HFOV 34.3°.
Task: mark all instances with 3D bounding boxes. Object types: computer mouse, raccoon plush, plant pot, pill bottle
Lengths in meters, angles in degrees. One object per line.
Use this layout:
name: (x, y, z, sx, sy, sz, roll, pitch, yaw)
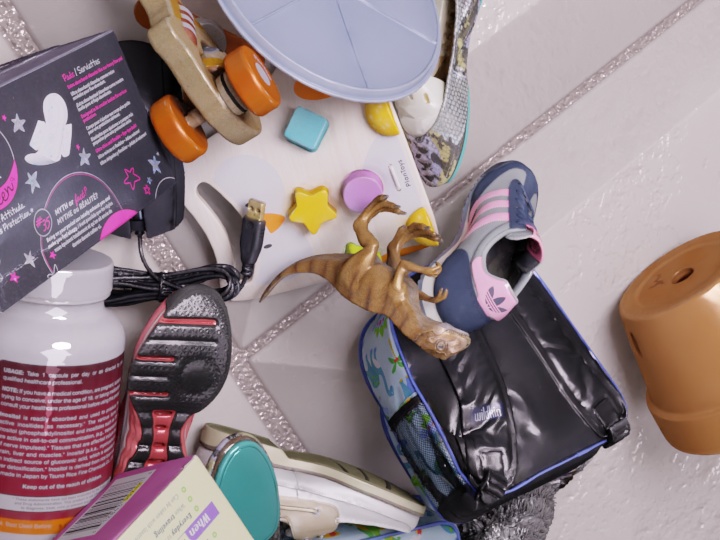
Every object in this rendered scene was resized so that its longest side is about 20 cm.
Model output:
computer mouse: (-0.137, -0.063, 0.856, 0.139, 0.046, 0.201, 4, 103, -6)
raccoon plush: (0.167, 0.225, 1.082, 0.200, 0.134, 0.097, -42, 119, -12)
plant pot: (0.340, 0.057, 1.109, 0.200, 0.200, 0.140, -40, 104, -13)
pill bottle: (-0.228, 0.086, 0.835, 0.112, 0.113, 0.201, 2, 104, -29)

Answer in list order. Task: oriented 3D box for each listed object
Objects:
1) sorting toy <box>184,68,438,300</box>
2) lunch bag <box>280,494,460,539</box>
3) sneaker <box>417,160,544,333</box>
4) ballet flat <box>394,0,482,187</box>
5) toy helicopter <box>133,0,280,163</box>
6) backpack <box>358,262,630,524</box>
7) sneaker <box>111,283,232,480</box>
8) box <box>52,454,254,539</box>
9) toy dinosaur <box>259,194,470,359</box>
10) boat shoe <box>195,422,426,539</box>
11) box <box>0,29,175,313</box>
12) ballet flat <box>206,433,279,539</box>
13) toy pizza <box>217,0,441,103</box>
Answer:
sorting toy: (-0.045, -0.058, 0.922, 0.179, 0.107, 0.201, -23, 116, 0)
lunch bag: (-0.011, 0.292, 1.034, 0.199, 0.082, 0.162, -7, 107, -27)
sneaker: (0.118, -0.023, 0.917, 0.070, 0.082, 0.200, 55, 43, -25)
ballet flat: (0.055, -0.170, 0.945, 0.072, 0.072, 0.202, 6, 95, -30)
toy helicopter: (-0.128, -0.177, 0.808, 0.079, 0.132, 0.201, -30, 101, 13)
backpack: (0.095, 0.096, 0.986, 0.182, 0.147, 0.201, -20, 72, -29)
sneaker: (-0.158, 0.096, 0.890, 0.073, 0.087, 0.201, 11, 106, -27)
box: (-0.135, 0.260, 0.773, 0.201, 0.096, 0.176, 58, 42, -13)
toy dinosaur: (0.000, 0.000, 0.862, 0.060, 0.199, 0.107, 39, 79, -48)
boat shoe: (-0.046, 0.188, 0.971, 0.199, 0.075, 0.069, 19, 87, -8)
box: (-0.232, -0.059, 0.724, 0.200, 0.131, 0.115, -49, 125, -57)
ballet flat: (-0.095, 0.211, 0.895, 0.072, 0.072, 0.201, -19, 113, -23)
toy pizza: (-0.029, -0.202, 0.856, 0.199, 0.032, 0.201, 17, 54, -25)
